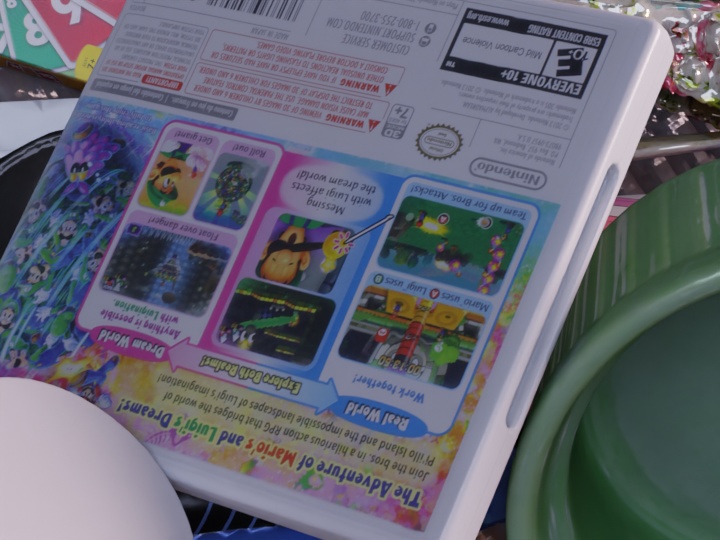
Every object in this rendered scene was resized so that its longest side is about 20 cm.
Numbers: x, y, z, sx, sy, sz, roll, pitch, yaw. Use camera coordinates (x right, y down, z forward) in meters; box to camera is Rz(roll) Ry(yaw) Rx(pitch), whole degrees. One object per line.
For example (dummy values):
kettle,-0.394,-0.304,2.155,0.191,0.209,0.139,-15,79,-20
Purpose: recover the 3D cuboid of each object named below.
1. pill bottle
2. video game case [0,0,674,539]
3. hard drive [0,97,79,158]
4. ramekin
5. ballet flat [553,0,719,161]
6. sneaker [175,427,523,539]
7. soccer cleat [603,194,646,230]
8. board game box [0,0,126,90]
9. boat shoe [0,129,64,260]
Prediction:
pill bottle,-0.147,0.128,0.730,0.200,0.116,0.116,-43,80,31
video game case,-0.021,-0.014,0.753,0.199,0.024,0.183,14,73,31
hard drive,-0.139,0.040,0.852,0.131,0.026,0.201,-3,77,-3
ramekin,0.147,0.057,0.766,0.198,0.098,0.201,2,120,3
ballet flat,0.073,-0.073,0.846,0.199,0.076,0.064,7,89,6
sneaker,-0.026,0.064,0.813,0.199,0.070,0.078,-8,82,-18
soccer cleat,0.124,-0.001,0.828,0.199,0.076,0.067,-8,81,2
board game box,-0.166,-0.137,0.891,0.199,0.030,0.096,17,82,8
boat shoe,-0.149,0.027,0.810,0.074,0.063,0.201,41,78,9
